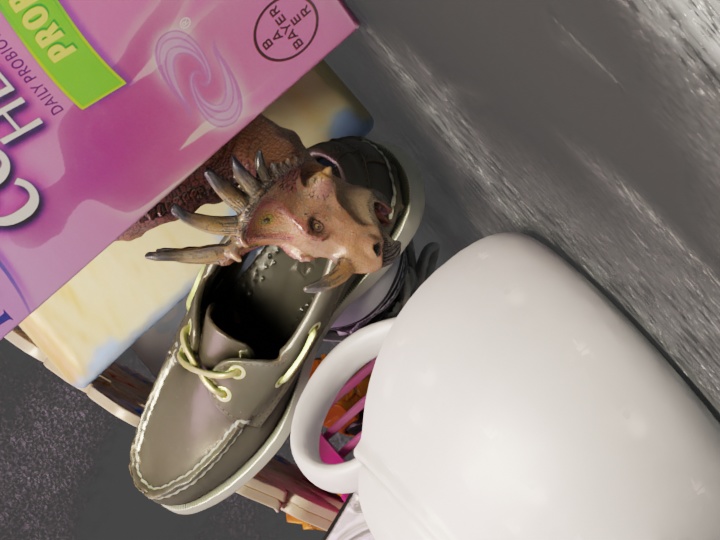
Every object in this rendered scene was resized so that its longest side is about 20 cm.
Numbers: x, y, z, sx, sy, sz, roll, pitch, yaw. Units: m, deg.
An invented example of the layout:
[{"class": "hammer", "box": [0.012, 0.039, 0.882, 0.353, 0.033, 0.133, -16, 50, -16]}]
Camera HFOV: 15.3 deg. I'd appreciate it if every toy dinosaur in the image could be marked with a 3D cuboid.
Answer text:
[{"class": "toy dinosaur", "box": [-0.092, -0.042, 1.133, 0.086, 0.200, 0.136, 52, -150, -54]}]

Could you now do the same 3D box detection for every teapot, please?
[{"class": "teapot", "box": [0.064, 0.090, 1.100, 0.197, 0.146, 0.200, 49, 177, 5]}]

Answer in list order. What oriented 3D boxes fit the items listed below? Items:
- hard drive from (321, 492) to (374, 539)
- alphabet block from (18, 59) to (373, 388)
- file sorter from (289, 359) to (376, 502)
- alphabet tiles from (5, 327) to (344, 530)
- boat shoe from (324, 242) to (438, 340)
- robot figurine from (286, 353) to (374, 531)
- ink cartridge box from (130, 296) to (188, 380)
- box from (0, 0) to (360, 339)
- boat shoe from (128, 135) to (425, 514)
[{"class": "hard drive", "box": [0.055, 0.139, 1.283, 0.140, 0.200, 0.038, 30, -142, 0]}, {"class": "alphabet block", "box": [-0.135, -0.083, 1.305, 0.200, 0.195, 0.196, 48, 174, -6]}, {"class": "file sorter", "box": [0.065, 0.110, 1.430, 0.139, 0.125, 0.200, 49, 177, -14]}, {"class": "alphabet tiles", "box": [-0.098, 0.084, 1.439, 0.200, 0.015, 0.196, 30, -179, 42]}, {"class": "boat shoe", "box": [-0.001, 0.003, 1.323, 0.068, 0.074, 0.199, 28, 172, -14]}, {"class": "robot figurine", "box": [0.035, 0.114, 1.615, 0.200, 0.058, 0.145, 15, -117, -49]}, {"class": "ink cartridge box", "box": [-0.096, -0.036, 1.538, 0.047, 0.160, 0.200, 16, -160, -43]}, {"class": "box", "box": [-0.134, -0.104, 1.014, 0.097, 0.200, 0.176, 45, 174, 48]}, {"class": "boat shoe", "box": [-0.050, 0.024, 1.204, 0.072, 0.202, 0.060, 42, -163, 26]}]
